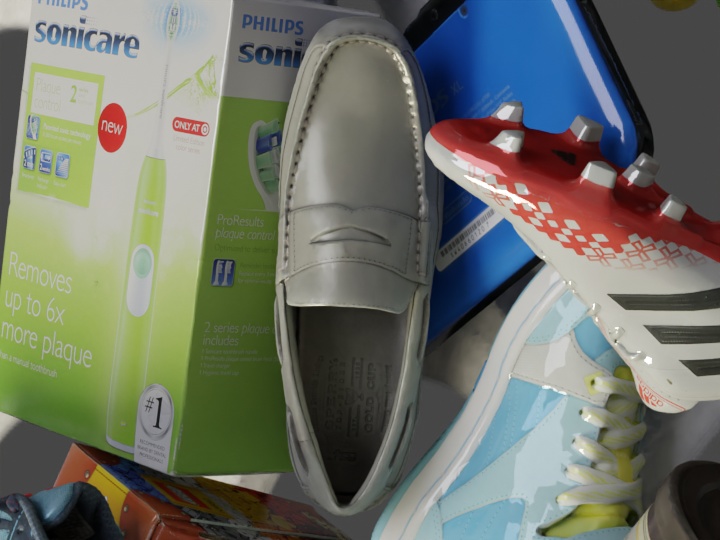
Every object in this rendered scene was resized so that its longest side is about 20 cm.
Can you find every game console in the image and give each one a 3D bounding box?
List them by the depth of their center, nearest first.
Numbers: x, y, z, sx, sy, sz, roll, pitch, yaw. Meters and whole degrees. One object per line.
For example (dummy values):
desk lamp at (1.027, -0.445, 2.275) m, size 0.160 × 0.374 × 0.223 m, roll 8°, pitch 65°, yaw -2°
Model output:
game console at (0.065, -0.075, 1.079) m, size 0.200 × 0.118 × 0.171 m, roll -42°, pitch 64°, yaw 45°

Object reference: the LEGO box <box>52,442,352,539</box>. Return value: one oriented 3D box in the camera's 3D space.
LEGO box at (-0.093, 0.194, 1.107) m, size 0.077 × 0.149 × 0.200 m, roll 31°, pitch 98°, yaw 48°

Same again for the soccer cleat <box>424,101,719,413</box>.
soccer cleat at (0.108, 0.006, 0.943) m, size 0.069 × 0.200 × 0.085 m, roll -91°, pitch 27°, yaw -68°

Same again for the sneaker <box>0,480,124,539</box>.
sneaker at (-0.134, 0.127, 1.021) m, size 0.200 × 0.079 × 0.096 m, roll 24°, pitch 84°, yaw 39°

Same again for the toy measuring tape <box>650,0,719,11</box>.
toy measuring tape at (0.185, -0.165, 1.005) m, size 0.200 × 0.073 × 0.074 m, roll -35°, pitch 52°, yaw 34°

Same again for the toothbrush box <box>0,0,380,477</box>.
toothbrush box at (-0.080, -0.023, 1.090) m, size 0.145 × 0.086 × 0.201 m, roll 15°, pitch 99°, yaw 48°

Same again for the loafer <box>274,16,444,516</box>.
loafer at (0.000, 0.000, 1.009) m, size 0.070 × 0.070 × 0.201 m, roll -91°, pitch 0°, yaw -79°

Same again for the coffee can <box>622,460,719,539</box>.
coffee can at (0.109, 0.189, 0.892) m, size 0.200 × 0.146 × 0.146 m, roll -53°, pitch 44°, yaw 18°

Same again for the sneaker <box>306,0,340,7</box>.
sneaker at (-0.020, -0.127, 1.217) m, size 0.200 × 0.074 × 0.116 m, roll -60°, pitch 44°, yaw 25°

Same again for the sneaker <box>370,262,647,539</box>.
sneaker at (0.098, 0.084, 1.002) m, size 0.131 × 0.079 × 0.200 m, roll 47°, pitch 113°, yaw 42°
